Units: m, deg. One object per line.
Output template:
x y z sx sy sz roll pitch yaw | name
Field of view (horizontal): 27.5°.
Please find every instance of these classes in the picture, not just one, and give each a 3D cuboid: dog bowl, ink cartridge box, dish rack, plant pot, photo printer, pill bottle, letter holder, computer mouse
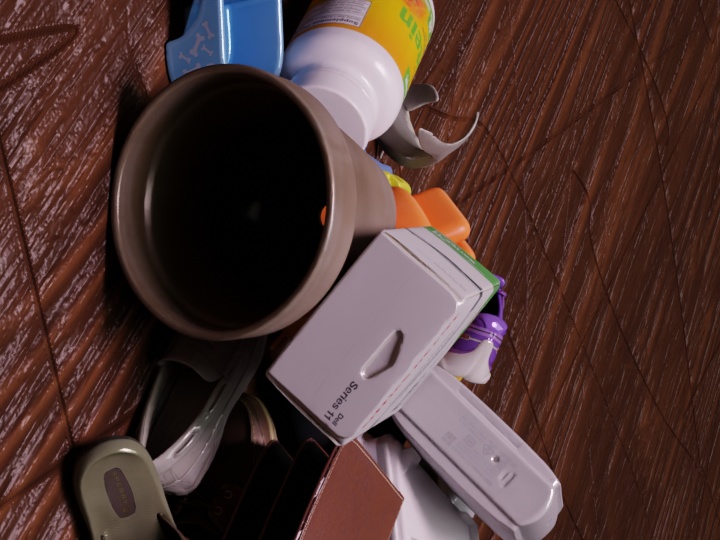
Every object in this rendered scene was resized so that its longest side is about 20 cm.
-0.107 -0.224 1.185 0.111 0.049 0.201 -22 114 -59 | dog bowl
0.023 0.044 1.140 0.147 0.083 0.200 -51 172 9 | ink cartridge box
0.062 0.243 1.291 0.200 0.043 0.172 53 22 -42 | dish rack
-0.063 -0.048 1.134 0.173 0.199 0.201 2 92 -61 | plant pot
0.107 0.172 1.321 0.069 0.166 0.200 -45 163 -5 | photo printer
-0.009 -0.179 1.277 0.200 0.111 0.111 -68 149 -47 | pill bottle
-0.063 0.228 1.131 0.201 0.100 0.142 -68 151 -23 | letter holder
0.023 0.123 1.384 0.200 0.058 0.034 102 -21 -58 | computer mouse

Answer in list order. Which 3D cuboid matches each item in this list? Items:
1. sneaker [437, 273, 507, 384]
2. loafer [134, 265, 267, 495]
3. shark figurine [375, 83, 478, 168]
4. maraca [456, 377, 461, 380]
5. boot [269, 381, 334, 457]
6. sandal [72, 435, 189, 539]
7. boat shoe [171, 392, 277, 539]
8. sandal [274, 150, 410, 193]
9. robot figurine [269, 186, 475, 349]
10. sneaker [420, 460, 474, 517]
0.103 0.028 1.357 0.084 0.080 0.200 -58 -159 20 | sneaker
-0.126 0.079 1.174 0.070 0.070 0.201 57 45 -60 | loafer
0.025 -0.138 1.393 0.089 0.215 0.128 8 121 -25 | shark figurine
0.036 0.074 1.441 0.200 0.107 0.138 2 108 -46 | maraca
-0.016 0.193 1.307 0.168 0.076 0.201 -113 -174 -50 | boot
-0.162 0.216 1.114 0.080 0.057 0.201 -31 122 -16 | sandal
-0.117 0.199 1.206 0.068 0.072 0.201 19 80 -63 | boat shoe
-0.043 -0.090 1.317 0.200 0.079 0.087 3 55 -55 | sandal
-0.001 -0.002 1.297 0.117 0.199 0.144 64 -9 5 | robot figurine
0.025 0.250 1.443 0.200 0.114 0.076 -42 136 -37 | sneaker
